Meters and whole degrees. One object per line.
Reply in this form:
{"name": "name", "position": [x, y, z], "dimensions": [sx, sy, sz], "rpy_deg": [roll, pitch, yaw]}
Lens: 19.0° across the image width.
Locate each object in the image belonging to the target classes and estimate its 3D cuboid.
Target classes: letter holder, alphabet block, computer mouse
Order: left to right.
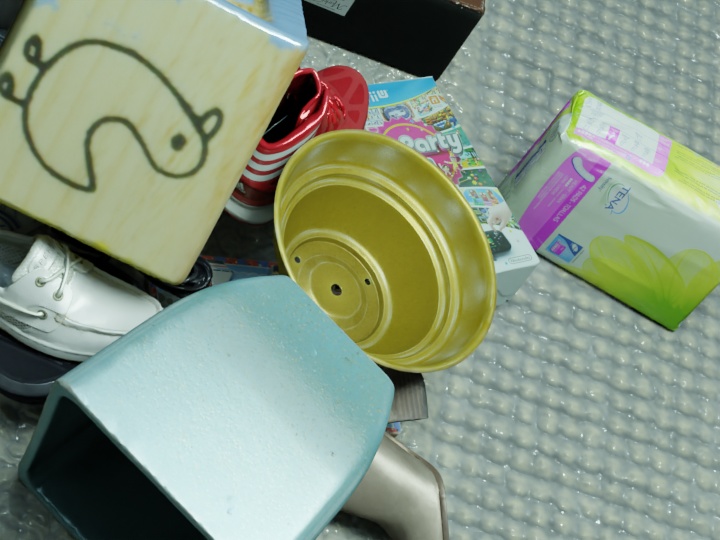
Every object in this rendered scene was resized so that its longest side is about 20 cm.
{"name": "computer mouse", "position": [-0.211, 0.038, 1.605], "dimensions": [0.138, 0.053, 0.200], "rpy_deg": [27, 46, 12]}
{"name": "alphabet block", "position": [-0.167, -0.139, 1.565], "dimensions": [0.195, 0.201, 0.196], "rpy_deg": [26, 15, -10]}
{"name": "letter holder", "position": [0.004, -0.279, 1.900], "dimensions": [0.199, 0.101, 0.143], "rpy_deg": [19, 51, -15]}

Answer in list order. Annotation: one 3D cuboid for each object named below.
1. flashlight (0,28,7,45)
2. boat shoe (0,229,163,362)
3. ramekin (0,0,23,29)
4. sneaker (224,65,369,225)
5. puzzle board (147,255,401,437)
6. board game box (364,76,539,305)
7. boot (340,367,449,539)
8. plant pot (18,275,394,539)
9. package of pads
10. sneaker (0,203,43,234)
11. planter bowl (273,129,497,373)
{"name": "flashlight", "position": [-0.224, -0.124, 1.700], "dimensions": [0.199, 0.068, 0.068], "rpy_deg": [26, 43, -10]}
{"name": "boat shoe", "position": [-0.232, 0.008, 1.542], "dimensions": [0.199, 0.069, 0.071], "rpy_deg": [15, 44, 1]}
{"name": "ramekin", "position": [-0.302, -0.281, 1.728], "dimensions": [0.201, 0.094, 0.203], "rpy_deg": [15, 44, -15]}
{"name": "sneaker", "position": [-0.032, -0.123, 1.671], "dimensions": [0.078, 0.116, 0.200], "rpy_deg": [35, 45, 1]}
{"name": "puzzle board", "position": [-0.068, 0.056, 1.695], "dimensions": [0.199, 0.017, 0.151], "rpy_deg": [6, 57, -25]}
{"name": "board game box", "position": [0.035, -0.058, 1.783], "dimensions": [0.147, 0.064, 0.200], "rpy_deg": [-11, 61, -36]}
{"name": "boot", "position": [-0.015, 0.156, 1.627], "dimensions": [0.145, 0.070, 0.201], "rpy_deg": [-4, 73, -18]}
{"name": "plant pot", "position": [-0.091, 0.120, 1.503], "dimensions": [0.196, 0.196, 0.200], "rpy_deg": [45, 61, 6]}
{"name": "package of pads", "position": [0.229, -0.052, 1.830], "dimensions": [0.199, 0.155, 0.068], "rpy_deg": [29, 51, -8]}
{"name": "sneaker", "position": [-0.301, -0.068, 1.610], "dimensions": [0.199, 0.088, 0.075], "rpy_deg": [-11, 63, -34]}
{"name": "planter bowl", "position": [0.000, 0.000, 1.632], "dimensions": [0.200, 0.083, 0.201], "rpy_deg": [18, 56, -28]}
